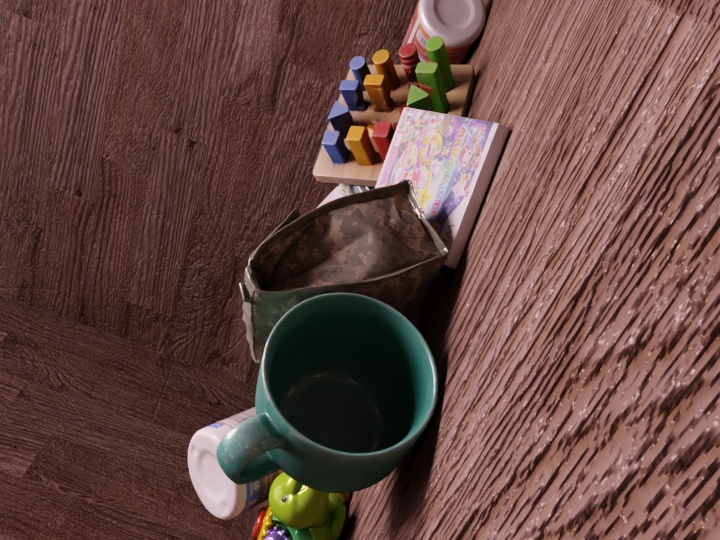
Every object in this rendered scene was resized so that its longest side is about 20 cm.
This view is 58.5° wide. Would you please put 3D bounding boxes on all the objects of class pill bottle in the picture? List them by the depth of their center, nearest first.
[{"bbox_3d":[-0.116,0.233,0.853,0.198,0.114,0.115,-14,-43,-46],"label":"pill bottle"},{"bbox_3d":[0.131,-0.389,1.090,0.200,0.110,0.114,135,155,-78],"label":"pill bottle"}]

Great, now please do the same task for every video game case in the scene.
[{"bbox_3d":[0.074,-0.100,0.709,0.200,0.018,0.146,36,108,60],"label":"video game case"}]

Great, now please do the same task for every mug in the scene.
[{"bbox_3d":[-0.033,0.114,0.568,0.115,0.181,0.155,110,159,-51],"label":"mug"}]

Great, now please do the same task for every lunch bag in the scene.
[{"bbox_3d":[-0.031,0.014,0.664,0.119,0.196,0.165,62,159,26],"label":"lunch bag"}]

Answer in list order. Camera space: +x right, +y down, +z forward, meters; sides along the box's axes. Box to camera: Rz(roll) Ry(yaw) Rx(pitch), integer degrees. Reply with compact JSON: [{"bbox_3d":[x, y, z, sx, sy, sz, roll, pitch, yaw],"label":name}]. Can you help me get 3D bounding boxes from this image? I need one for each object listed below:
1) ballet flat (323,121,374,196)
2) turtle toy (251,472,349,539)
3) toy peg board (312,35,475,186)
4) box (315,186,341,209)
[{"bbox_3d":[-0.010,-0.149,0.969,0.075,0.073,0.203,116,145,-48],"label":"ballet flat"},{"bbox_3d":[-0.072,0.300,0.756,0.147,0.099,0.202,-76,7,-49],"label":"turtle toy"},{"bbox_3d":[0.037,-0.228,0.887,0.098,0.195,0.204,56,-133,-57],"label":"toy peg board"},{"bbox_3d":[-0.032,-0.033,1.141,0.117,0.060,0.202,-49,-34,-21],"label":"box"}]
